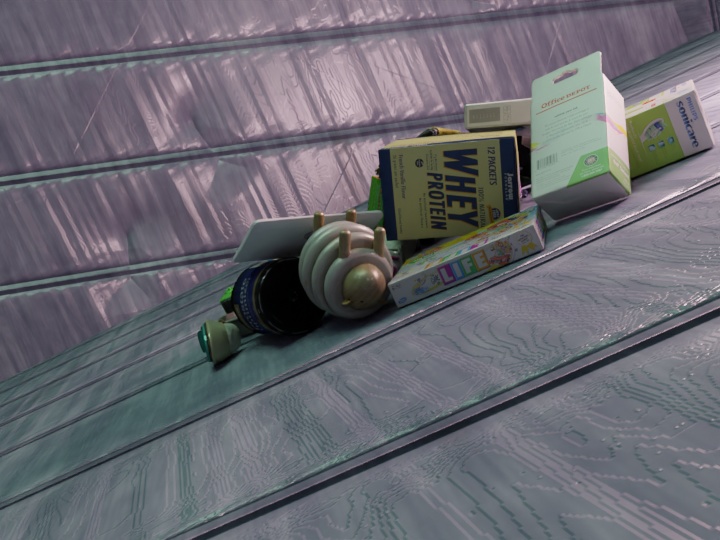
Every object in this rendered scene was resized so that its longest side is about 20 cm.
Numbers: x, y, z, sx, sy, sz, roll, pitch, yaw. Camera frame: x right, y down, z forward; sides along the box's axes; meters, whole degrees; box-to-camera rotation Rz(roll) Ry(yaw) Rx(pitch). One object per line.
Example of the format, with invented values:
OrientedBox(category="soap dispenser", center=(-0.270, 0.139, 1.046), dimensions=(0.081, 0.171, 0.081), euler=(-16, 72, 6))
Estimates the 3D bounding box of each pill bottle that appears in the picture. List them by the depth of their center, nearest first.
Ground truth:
OrientedBox(category="pill bottle", center=(-0.131, 0.041, 1.300), dimensions=(0.111, 0.113, 0.200), euler=(-28, 8, -22))

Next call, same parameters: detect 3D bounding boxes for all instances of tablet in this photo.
OrientedBox(category="tablet", center=(-0.076, -0.047, 1.241), dimensions=(0.198, 0.014, 0.130), euler=(-7, -21, -26))

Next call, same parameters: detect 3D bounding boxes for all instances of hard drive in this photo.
OrientedBox(category="hard drive", center=(0.270, -0.194, 1.580), dimensions=(0.139, 0.038, 0.199), euler=(17, -22, -33))

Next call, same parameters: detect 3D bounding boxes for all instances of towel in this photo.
OrientedBox(category="towel", center=(0.124, -0.207, 1.505), dimensions=(0.143, 0.023, 0.199), euler=(-36, -13, 33))

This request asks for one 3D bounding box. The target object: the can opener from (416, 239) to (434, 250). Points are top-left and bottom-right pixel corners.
OrientedBox(category="can opener", center=(0.078, -0.105, 1.540), dimensions=(0.078, 0.064, 0.201), euler=(-9, 37, -18))

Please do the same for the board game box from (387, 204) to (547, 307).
OrientedBox(category="board game box", center=(0.142, -0.020, 1.119), dimensions=(0.198, 0.034, 0.134), euler=(-23, 8, 18))

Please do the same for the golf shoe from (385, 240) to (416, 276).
OrientedBox(category="golf shoe", center=(0.038, -0.007, 1.293), dimensions=(0.091, 0.076, 0.200), euler=(2, 26, 40))

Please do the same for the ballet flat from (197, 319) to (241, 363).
OrientedBox(category="ballet flat", center=(-0.221, 0.105, 1.363), dimensions=(0.069, 0.070, 0.200), euler=(-27, 8, -12))

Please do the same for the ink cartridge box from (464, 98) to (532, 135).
OrientedBox(category="ink cartridge box", center=(0.287, -0.247, 1.419), dimensions=(0.198, 0.045, 0.176), euler=(-2, -2, 21))

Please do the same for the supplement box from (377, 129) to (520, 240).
OrientedBox(category="supplement box", center=(0.142, -0.134, 1.306), dimensions=(0.198, 0.136, 0.200), euler=(-4, 12, 11))

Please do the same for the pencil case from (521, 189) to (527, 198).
OrientedBox(category="pencil case", center=(0.192, -0.134, 1.541), dimensions=(0.199, 0.086, 0.093), euler=(-20, 22, 35))

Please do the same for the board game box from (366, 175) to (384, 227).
OrientedBox(category="board game box", center=(0.035, -0.109, 1.487), dimensions=(0.030, 0.097, 0.200), euler=(7, 9, -5))

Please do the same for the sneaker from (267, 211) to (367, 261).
OrientedBox(category="sneaker", center=(-0.062, -0.037, 1.402), dimensions=(0.199, 0.077, 0.076), euler=(-34, 29, 8))

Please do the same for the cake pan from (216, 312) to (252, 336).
OrientedBox(category="cake pan", center=(-0.161, 0.064, 1.527), dimensions=(0.199, 0.037, 0.200), euler=(-25, 8, 4))

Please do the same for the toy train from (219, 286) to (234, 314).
OrientedBox(category="toy train", center=(-0.159, 0.024, 1.508), dimensions=(0.198, 0.042, 0.056), euler=(-23, 18, 15))

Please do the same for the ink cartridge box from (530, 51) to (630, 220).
OrientedBox(category="ink cartridge box", center=(0.294, -0.182, 1.161), dimensions=(0.116, 0.067, 0.202), euler=(-19, 54, 38))

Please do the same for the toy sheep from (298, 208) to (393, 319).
OrientedBox(category="toy sheep", center=(-0.022, -0.007, 1.154), dimensions=(0.137, 0.139, 0.200), euler=(-26, 27, -11))

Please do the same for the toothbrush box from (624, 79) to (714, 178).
OrientedBox(category="toothbrush box", center=(0.400, -0.192, 1.252), dimensions=(0.198, 0.087, 0.146), euler=(-20, 9, 25))
